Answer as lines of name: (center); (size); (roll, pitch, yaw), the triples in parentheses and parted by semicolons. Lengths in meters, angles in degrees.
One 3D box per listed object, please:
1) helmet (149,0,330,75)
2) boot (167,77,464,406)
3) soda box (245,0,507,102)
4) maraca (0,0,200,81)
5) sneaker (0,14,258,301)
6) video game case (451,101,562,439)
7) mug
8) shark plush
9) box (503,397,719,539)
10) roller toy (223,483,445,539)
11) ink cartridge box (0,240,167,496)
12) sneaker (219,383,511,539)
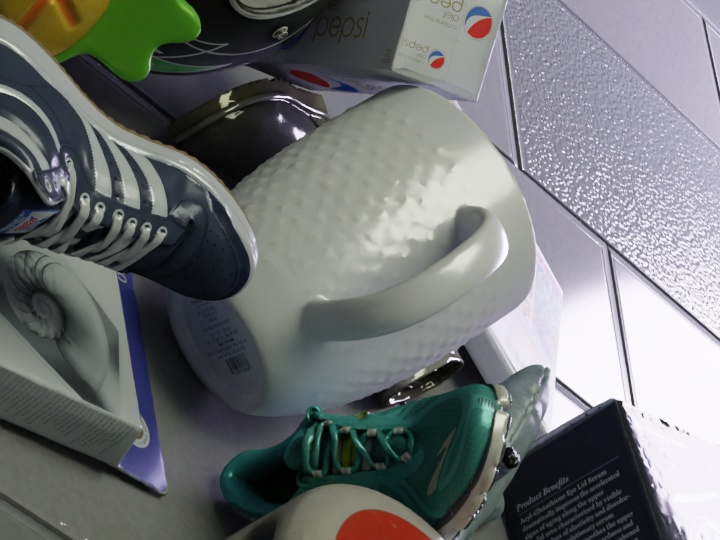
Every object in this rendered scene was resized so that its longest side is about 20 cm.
helmet: (-0.107, -0.205, 1.625); (0.191, 0.199, 0.201); (60, 16, -48)
boot: (-0.024, -0.013, 1.714); (0.182, 0.072, 0.201); (-3, 69, -62)
soda box: (0.002, -0.143, 1.679); (0.063, 0.200, 0.068); (18, 86, -29)
maraca: (-0.177, -0.165, 1.492); (0.199, 0.138, 0.107); (9, 24, -10)
sneaker: (-0.132, -0.027, 1.341); (0.200, 0.070, 0.109); (40, 29, -24)
video game case: (0.079, -0.010, 1.877); (0.200, 0.024, 0.182); (59, 21, -25)
mug: (0.000, 0.000, 1.562); (0.175, 0.200, 0.148); (-31, 108, -29)
shark plush: (0.061, 0.117, 1.681); (0.091, 0.083, 0.200); (56, 26, -1)
box: (0.187, 0.201, 1.781); (0.148, 0.104, 0.201); (25, 39, -47)
roller toy: (-0.009, 0.207, 1.395); (0.182, 0.140, 0.201); (-7, 67, -61)
ink cartridge box: (-0.167, -0.002, 1.471); (0.200, 0.041, 0.200); (30, 37, -43)
sneaker: (0.002, 0.104, 1.480); (0.079, 0.200, 0.078); (28, 56, -30)
